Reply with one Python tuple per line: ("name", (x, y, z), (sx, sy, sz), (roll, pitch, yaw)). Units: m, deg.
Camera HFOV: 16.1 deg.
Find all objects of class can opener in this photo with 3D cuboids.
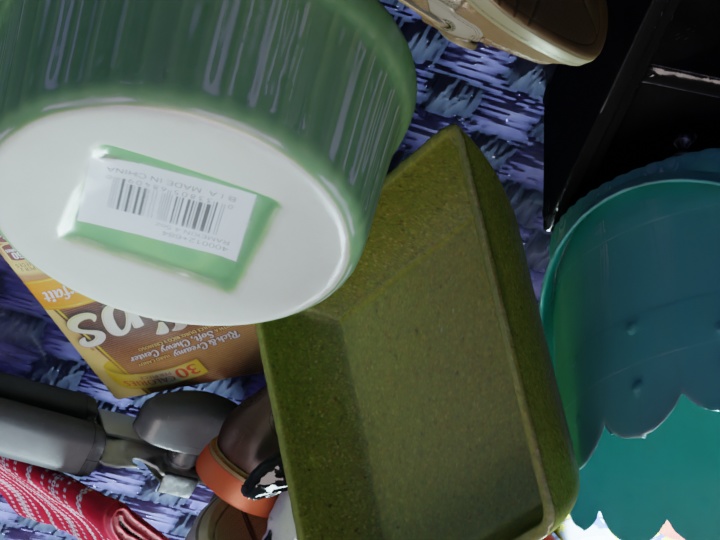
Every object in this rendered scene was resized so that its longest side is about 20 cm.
("can opener", (-0.155, 0.075, 1.402), (0.200, 0.053, 0.067), (17, 115, -27))

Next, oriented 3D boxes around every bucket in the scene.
("bucket", (0.184, 0.037, 1.215), (0.207, 0.135, 0.207), (-5, 155, -3))

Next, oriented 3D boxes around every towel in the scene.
("towel", (-0.173, 0.138, 1.482), (0.200, 0.022, 0.145), (21, 163, 38))

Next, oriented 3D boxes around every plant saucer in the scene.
("plant saucer", (0.032, 0.062, 1.211), (0.048, 0.200, 0.200), (3, 154, -33))

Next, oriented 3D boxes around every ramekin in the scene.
("ramekin", (-0.079, -0.060, 1.161), (0.200, 0.098, 0.200), (8, 146, 5))

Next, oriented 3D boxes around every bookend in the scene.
("bookend", (0.208, -0.095, 1.206), (0.199, 0.092, 0.200), (11, 141, -9))

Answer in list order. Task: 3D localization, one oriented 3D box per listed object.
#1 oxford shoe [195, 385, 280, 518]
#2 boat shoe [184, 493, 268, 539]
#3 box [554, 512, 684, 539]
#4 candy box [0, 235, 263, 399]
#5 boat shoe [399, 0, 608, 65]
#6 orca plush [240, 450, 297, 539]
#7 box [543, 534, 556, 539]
("oxford shoe", (-0.012, 0.089, 1.423), (0.071, 0.200, 0.073), (37, 108, 19))
("boat shoe", (-0.054, 0.152, 1.468), (0.068, 0.075, 0.200), (-26, 177, 27))
("box", (0.219, 0.098, 1.419), (0.200, 0.122, 0.193), (-19, 137, 26))
("candy box", (-0.121, -0.015, 1.360), (0.115, 0.055, 0.200), (-11, 139, 19))
("boat shoe", (0.022, -0.148, 1.119), (0.201, 0.073, 0.063), (27, 147, -27))
("orca plush", (-0.020, 0.150, 1.334), (0.200, 0.071, 0.105), (-44, 136, 6))
("box", (0.061, 0.181, 1.482), (0.103, 0.095, 0.200), (-37, 160, -6))
